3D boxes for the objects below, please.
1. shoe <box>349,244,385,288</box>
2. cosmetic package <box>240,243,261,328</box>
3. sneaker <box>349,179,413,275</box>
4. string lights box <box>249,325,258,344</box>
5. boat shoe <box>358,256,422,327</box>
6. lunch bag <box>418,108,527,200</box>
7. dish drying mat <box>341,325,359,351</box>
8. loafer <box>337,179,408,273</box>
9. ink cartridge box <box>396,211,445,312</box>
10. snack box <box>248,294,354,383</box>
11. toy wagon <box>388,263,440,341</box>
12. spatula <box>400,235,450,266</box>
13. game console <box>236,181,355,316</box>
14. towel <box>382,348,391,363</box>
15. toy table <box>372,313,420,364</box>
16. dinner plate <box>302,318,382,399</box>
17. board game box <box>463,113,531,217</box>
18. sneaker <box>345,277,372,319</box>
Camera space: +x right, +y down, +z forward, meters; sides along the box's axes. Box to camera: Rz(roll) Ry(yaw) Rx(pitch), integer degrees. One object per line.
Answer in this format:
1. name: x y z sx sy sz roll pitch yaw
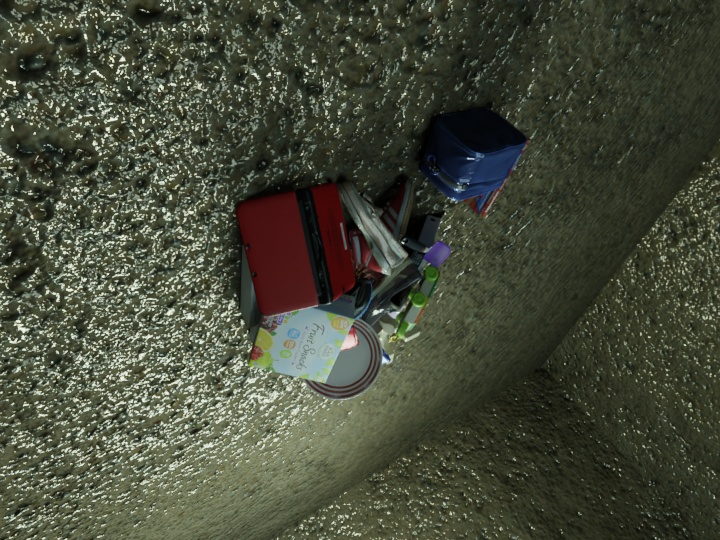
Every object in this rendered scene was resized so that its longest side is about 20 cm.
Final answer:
1. shoe: 0.000 0.000 1.141 0.199 0.091 0.072 4 130 -51
2. cosmetic package: -0.159 0.013 1.020 0.149 0.052 0.202 -22 146 -31
3. sneaker: 0.041 -0.101 1.078 0.071 0.111 0.203 28 79 -77
4. string lights box: -0.145 0.105 1.153 0.198 0.059 0.104 -20 143 -30
5. boat shoe: 0.063 0.061 1.139 0.071 0.065 0.201 -4 136 -53
6. lunch bag: 0.214 -0.223 1.032 0.198 0.136 0.133 -18 145 -31
7. dish drying mat: -0.102 0.170 1.128 0.197 0.018 0.077 -15 140 -1
8. loafer: 0.025 -0.092 0.993 0.062 0.072 0.202 -30 113 -1
9. ink cartridge box: 0.135 -0.029 1.253 0.201 0.043 0.200 -59 173 -53
10. snack box: -0.117 0.121 1.016 0.166 0.068 0.202 16 129 -12
11. toy wagon: 0.123 0.082 1.188 0.202 0.039 0.156 -62 177 -23
12. spatula: 0.133 -0.046 1.069 0.057 0.021 0.199 -47 152 16
13. game console: -0.107 -0.042 0.920 0.117 0.204 0.172 -5 -167 25
14. towel: -0.037 0.214 1.324 0.198 0.024 0.145 -21 127 27
15. toy table: 0.062 0.162 1.411 0.198 0.118 0.185 -30 149 -14
16. dinner plate: -0.047 0.195 1.177 0.200 0.201 0.024 -40 -171 3
17. board game box: 0.284 -0.228 1.138 0.019 0.103 0.202 -11 140 -37
18. sneaker: -0.061 0.077 1.081 0.198 0.071 0.083 -29 143 -4
